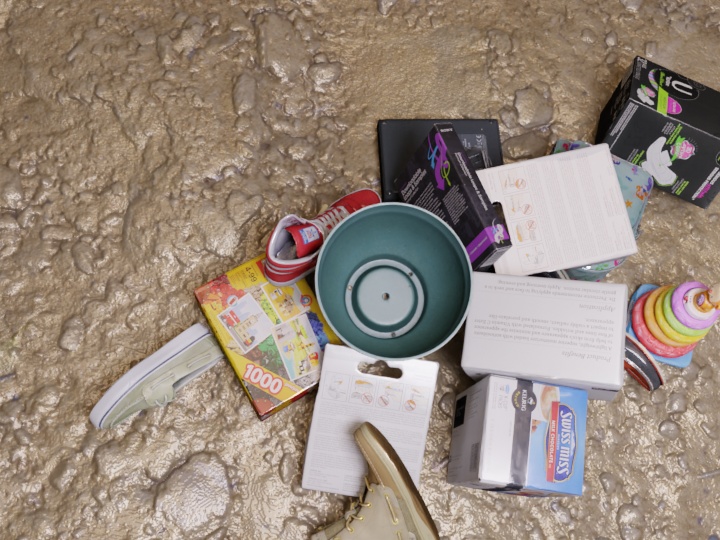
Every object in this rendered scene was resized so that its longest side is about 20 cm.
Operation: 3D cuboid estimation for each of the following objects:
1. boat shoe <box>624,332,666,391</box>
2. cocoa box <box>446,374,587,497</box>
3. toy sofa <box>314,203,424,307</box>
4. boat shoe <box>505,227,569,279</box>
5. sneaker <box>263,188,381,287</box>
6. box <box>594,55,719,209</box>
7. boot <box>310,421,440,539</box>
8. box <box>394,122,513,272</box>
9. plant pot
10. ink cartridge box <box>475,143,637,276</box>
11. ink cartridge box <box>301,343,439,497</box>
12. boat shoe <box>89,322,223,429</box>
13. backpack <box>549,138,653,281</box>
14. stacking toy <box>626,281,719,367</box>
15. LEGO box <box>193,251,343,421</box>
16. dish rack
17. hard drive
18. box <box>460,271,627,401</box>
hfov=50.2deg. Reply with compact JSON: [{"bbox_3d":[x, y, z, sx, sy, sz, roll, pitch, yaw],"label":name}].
[{"bbox_3d":[0.364,0.109,1.145,0.063,0.071,0.200,-42,78,-10],"label":"boat shoe"},{"bbox_3d":[0.203,0.225,1.020,0.130,0.200,0.135,10,73,-3],"label":"cocoa box"},{"bbox_3d":[0.000,0.000,1.135,0.199,0.083,0.098,31,76,4],"label":"toy sofa"},{"bbox_3d":[0.230,-0.009,1.147,0.062,0.075,0.200,-36,57,-22],"label":"boat shoe"},{"bbox_3d":[-0.048,-0.057,1.045,0.200,0.113,0.071,-38,81,-13],"label":"sneaker"},{"bbox_3d":[0.492,-0.220,1.216,0.199,0.125,0.149,25,46,2],"label":"box"},{"bbox_3d":[-0.001,0.310,1.001,0.155,0.073,0.201,-27,105,4],"label":"boot"},{"bbox_3d":[0.124,-0.083,1.076,0.036,0.143,0.201,-13,69,-30],"label":"box"},{"bbox_3d":[0.039,0.026,1.018,0.198,0.134,0.202,1,77,-3],"label":"plant pot"},{"bbox_3d":[0.266,-0.078,1.071,0.198,0.050,0.162,-13,81,0],"label":"ink cartridge box"},{"bbox_3d":[0.011,0.208,1.050,0.161,0.050,0.202,10,92,-3],"label":"ink cartridge box"},{"bbox_3d":[-0.278,0.154,1.060,0.200,0.072,0.062,-41,78,-19],"label":"boat shoe"},{"bbox_3d":[0.339,-0.085,1.171,0.176,0.151,0.201,25,76,1],"label":"backpack"},{"bbox_3d":[0.472,0.058,1.104,0.109,0.200,0.117,20,71,0],"label":"stacking toy"},{"bbox_3d":[-0.124,0.088,1.094,0.148,0.077,0.201,-29,77,-14],"label":"LEGO box"},{"bbox_3d":[0.147,-0.074,1.125,0.054,0.153,0.202,-12,88,-34],"label":"dish rack"},{"bbox_3d":[0.128,-0.176,1.232,0.198,0.033,0.141,-1,72,-7],"label":"hard drive"},{"bbox_3d":[0.250,0.093,1.038,0.197,0.200,0.132,5,77,16],"label":"box"}]
